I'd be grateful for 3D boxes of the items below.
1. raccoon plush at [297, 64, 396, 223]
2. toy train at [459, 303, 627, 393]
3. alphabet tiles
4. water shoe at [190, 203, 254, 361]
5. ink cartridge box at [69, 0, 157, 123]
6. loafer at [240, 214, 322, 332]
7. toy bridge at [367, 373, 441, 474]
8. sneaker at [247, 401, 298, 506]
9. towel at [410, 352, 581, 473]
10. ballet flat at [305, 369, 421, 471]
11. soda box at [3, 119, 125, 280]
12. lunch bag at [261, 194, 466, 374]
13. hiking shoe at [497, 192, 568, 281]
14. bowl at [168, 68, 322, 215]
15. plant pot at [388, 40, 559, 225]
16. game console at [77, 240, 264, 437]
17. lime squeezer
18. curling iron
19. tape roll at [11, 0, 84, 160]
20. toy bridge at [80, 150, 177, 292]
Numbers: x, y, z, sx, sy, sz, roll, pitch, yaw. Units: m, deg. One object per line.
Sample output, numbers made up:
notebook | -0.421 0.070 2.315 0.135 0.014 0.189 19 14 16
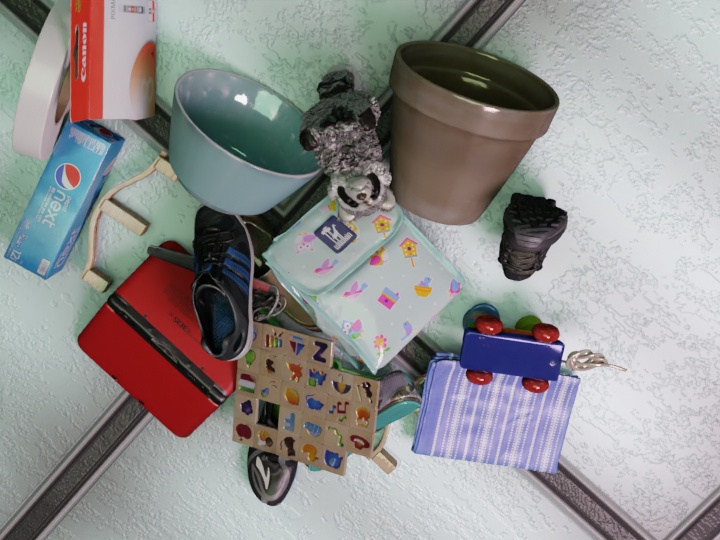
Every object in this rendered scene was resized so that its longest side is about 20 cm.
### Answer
raccoon plush | 0.001 -0.152 1.393 0.097 0.200 0.134 -8 125 22
toy train | 0.223 0.093 1.445 0.200 0.116 0.085 8 109 -2
alphabet tiles | -0.069 0.159 1.429 0.200 0.008 0.167 13 106 25
water shoe | -0.167 0.008 1.392 0.071 0.079 0.200 -12 81 11
ink cartridge box | -0.290 -0.259 1.373 0.050 0.200 0.162 4 101 3
loafer | -0.107 0.004 1.475 0.200 0.067 0.076 45 101 -4
toy bridge | 0.079 0.181 1.513 0.067 0.027 0.200 45 101 -4
sneaker | -0.108 0.213 1.507 0.071 0.083 0.200 15 102 2
towel | 0.173 0.186 1.488 0.200 0.024 0.145 9 108 -7
ballet flat | -0.003 0.189 1.501 0.200 0.072 0.072 -38 96 30
soda box | -0.378 -0.093 1.480 0.064 0.068 0.200 29 102 -1
lunch bag | 0.000 0.000 1.422 0.170 0.122 0.200 -42 98 -10
hiking shoe | 0.203 -0.031 1.374 0.076 0.200 0.101 9 103 9
bowl | -0.153 -0.143 1.404 0.201 0.201 0.105 34 121 -2
plant pot | 0.115 -0.156 1.380 0.200 0.200 0.174 18 119 1
game console | -0.243 0.092 1.529 0.200 0.119 0.172 43 70 -4
lime squeezer | -0.057 0.111 1.490 0.200 0.071 0.038 30 101 -1
curling iron | -0.184 0.010 1.451 0.200 0.026 0.050 24 95 16
tape roll | -0.365 -0.230 1.385 0.037 0.203 0.203 18 102 -8
toy bridge | -0.304 -0.071 1.491 0.067 0.027 0.200 34 100 -2
